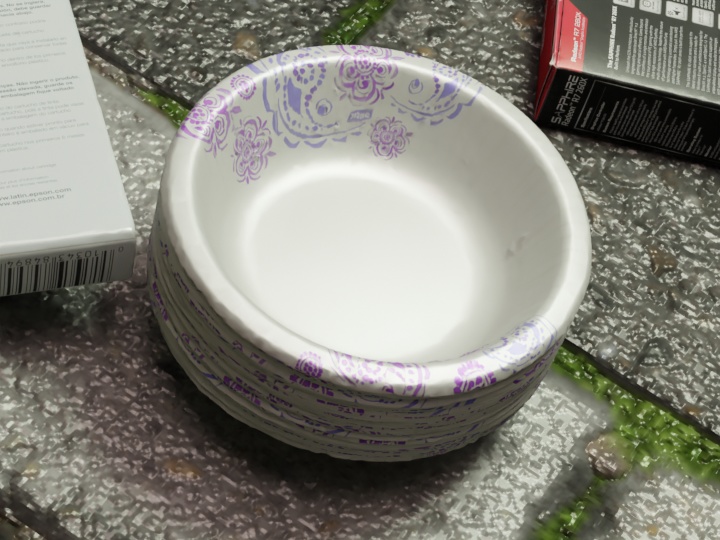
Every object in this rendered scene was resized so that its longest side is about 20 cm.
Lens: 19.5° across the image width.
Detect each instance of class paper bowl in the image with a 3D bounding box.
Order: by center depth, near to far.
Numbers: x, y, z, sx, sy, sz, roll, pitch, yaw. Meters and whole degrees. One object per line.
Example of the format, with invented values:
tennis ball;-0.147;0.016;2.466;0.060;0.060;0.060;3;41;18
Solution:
paper bowl;0.000;0.000;0.984;0.200;0.104;0.201;8;51;-9

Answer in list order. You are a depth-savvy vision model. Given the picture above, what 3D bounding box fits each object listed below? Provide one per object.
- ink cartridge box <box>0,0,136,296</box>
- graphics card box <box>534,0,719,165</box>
ink cartridge box;-0.221;-0.069;0.972;0.196;0.043;0.200;-8;53;-17
graphics card box;0.199;-0.119;1.165;0.200;0.051;0.126;12;50;-4
